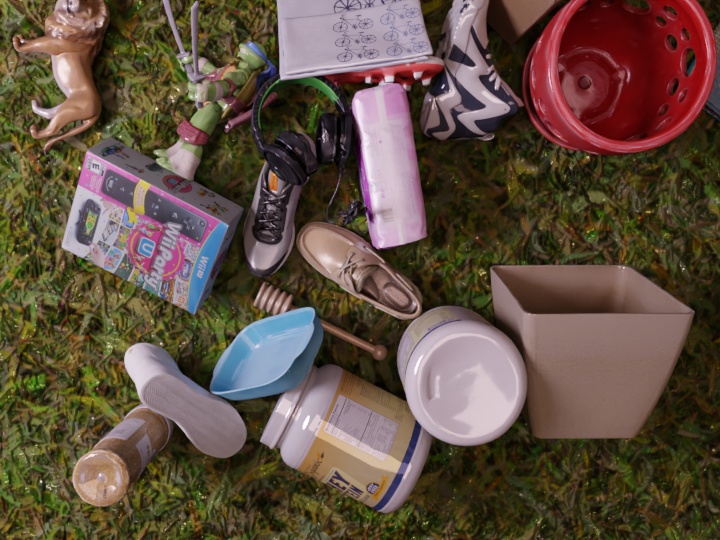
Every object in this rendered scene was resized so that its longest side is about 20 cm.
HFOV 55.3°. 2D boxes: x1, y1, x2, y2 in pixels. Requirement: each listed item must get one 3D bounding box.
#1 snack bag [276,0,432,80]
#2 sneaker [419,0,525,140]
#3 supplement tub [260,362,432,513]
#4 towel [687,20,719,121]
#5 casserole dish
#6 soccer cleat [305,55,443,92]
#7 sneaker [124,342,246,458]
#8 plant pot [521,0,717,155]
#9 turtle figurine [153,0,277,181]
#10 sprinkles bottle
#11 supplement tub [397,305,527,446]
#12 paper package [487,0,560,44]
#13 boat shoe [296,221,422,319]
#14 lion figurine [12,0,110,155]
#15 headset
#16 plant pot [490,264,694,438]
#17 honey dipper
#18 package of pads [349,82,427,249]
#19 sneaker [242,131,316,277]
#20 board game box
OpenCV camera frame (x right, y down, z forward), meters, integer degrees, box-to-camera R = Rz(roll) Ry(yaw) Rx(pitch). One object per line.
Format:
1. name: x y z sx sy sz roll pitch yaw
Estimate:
1. snack bag: -0.014 -0.324 0.867 0.186 0.022 0.202 -8 57 1
2. sneaker: 0.163 -0.259 0.892 0.128 0.080 0.202 10 113 -11
3. supplement tub: -0.018 0.213 0.908 0.198 0.144 0.146 27 94 -3
4. towel: 0.545 -0.293 0.939 0.146 0.022 0.201 34 93 -4
5. casserole dish: -0.118 0.114 0.890 0.039 0.199 0.122 46 49 -26
6. soccer cleat: 0.012 -0.278 0.882 0.197 0.068 0.087 5 93 27
7. sneaker: -0.238 0.170 0.938 0.074 0.115 0.201 -43 130 -9
8. plant pot: 0.304 -0.240 0.857 0.197 0.183 0.204 0 94 -2
9. turtle figurine: -0.219 -0.230 0.874 0.143 0.199 0.195 35 99 31
10. sprinkles bottle: -0.296 0.228 0.876 0.067 0.200 0.069 0 95 -1
11. supplement tub: 0.121 0.124 0.874 0.143 0.200 0.147 0 94 -1
12. paper package: 0.178 -0.397 0.834 0.190 0.200 0.104 44 92 -4
13. boat shoe: 0.000 0.000 0.930 0.199 0.065 0.073 36 93 -1
14. lion figurine: -0.382 -0.260 0.910 0.121 0.072 0.203 -9 109 -13
15. headset: -0.054 -0.150 0.833 0.122 0.094 0.202 -26 91 -14
16. plant pot: 0.279 0.106 0.887 0.197 0.200 0.180 0 106 -1
17. honey dipper: -0.051 0.074 0.952 0.198 0.038 0.038 25 94 -5
18. package of pads: 0.035 -0.131 0.893 0.075 0.121 0.203 -10 94 -1
19. sneaker: -0.116 -0.090 0.912 0.073 0.079 0.203 17 94 5
20. board game box: -0.272 -0.057 0.900 0.198 0.064 0.149 26 117 -3
